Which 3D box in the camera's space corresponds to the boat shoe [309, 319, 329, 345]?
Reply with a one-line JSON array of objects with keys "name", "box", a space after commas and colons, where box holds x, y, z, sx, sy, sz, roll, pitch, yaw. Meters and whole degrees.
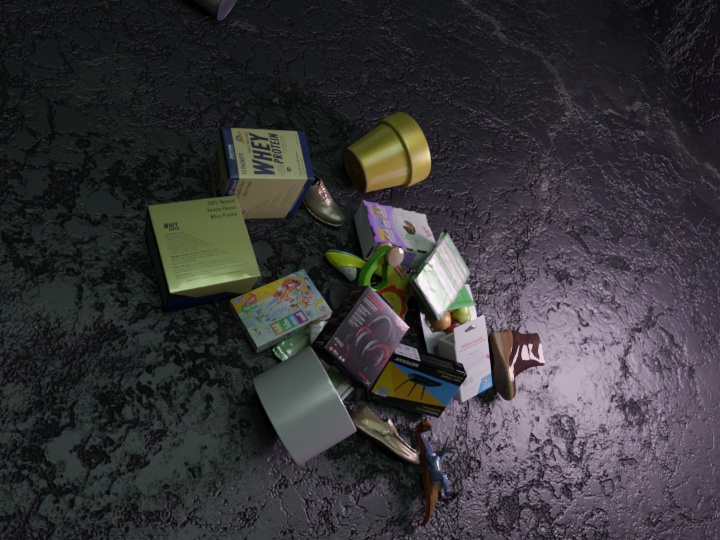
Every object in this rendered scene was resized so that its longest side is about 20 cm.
[{"name": "boat shoe", "box": [-0.034, 0.166, 1.293, 0.199, 0.071, 0.070, 14, 72, -29]}]

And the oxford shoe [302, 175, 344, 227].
[{"name": "oxford shoe", "box": [-0.114, -0.195, 1.448, 0.200, 0.075, 0.071, 42, 56, -4]}]

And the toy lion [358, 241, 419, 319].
[{"name": "toy lion", "box": [0.059, 0.059, 1.370, 0.192, 0.069, 0.200, -46, 126, -11]}]

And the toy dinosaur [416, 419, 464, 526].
[{"name": "toy dinosaur", "box": [0.167, 0.456, 1.295, 0.200, 0.105, 0.182, -32, 63, -20]}]

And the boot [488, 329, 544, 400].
[{"name": "boot", "box": [0.446, 0.259, 1.519, 0.166, 0.072, 0.201, 6, 62, -21]}]

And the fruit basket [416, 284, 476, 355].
[{"name": "fruit basket", "box": [0.239, 0.146, 1.476, 0.184, 0.094, 0.201, -9, 88, -28]}]

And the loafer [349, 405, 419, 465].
[{"name": "loafer", "box": [0.061, 0.383, 1.277, 0.200, 0.076, 0.068, 36, 64, -8]}]

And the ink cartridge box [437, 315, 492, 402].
[{"name": "ink cartridge box", "box": [0.265, 0.217, 1.401, 0.115, 0.068, 0.201, -18, 108, -31]}]

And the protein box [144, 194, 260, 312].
[{"name": "protein box", "box": [-0.356, -0.039, 1.226, 0.198, 0.135, 0.201, -12, 74, -29]}]

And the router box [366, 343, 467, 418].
[{"name": "router box", "box": [0.133, 0.265, 1.322, 0.199, 0.150, 0.051, 19, 26, -16]}]

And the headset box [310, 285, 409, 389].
[{"name": "headset box", "box": [0.006, 0.141, 1.235, 0.149, 0.075, 0.200, 47, 62, -19]}]

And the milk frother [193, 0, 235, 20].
[{"name": "milk frother", "box": [-0.417, -0.847, 1.517, 0.188, 0.200, 0.181, 33, 54, -10]}]

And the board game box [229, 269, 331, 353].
[{"name": "board game box", "box": [-0.186, 0.091, 1.287, 0.199, 0.034, 0.135, -25, 66, -29]}]

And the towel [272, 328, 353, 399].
[{"name": "towel", "box": [-0.092, 0.215, 1.302, 0.200, 0.023, 0.152, 48, 56, 2]}]

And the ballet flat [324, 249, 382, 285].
[{"name": "ballet flat", "box": [0.000, 0.000, 1.426, 0.199, 0.067, 0.067, 14, 72, -21]}]

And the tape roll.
[{"name": "tape roll", "box": [-0.117, 0.278, 1.142, 0.139, 0.203, 0.203, -28, 81, -10]}]

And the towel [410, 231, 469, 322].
[{"name": "towel", "box": [0.207, 0.015, 1.412, 0.153, 0.023, 0.200, 56, 49, -23]}]

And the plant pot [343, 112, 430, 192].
[{"name": "plant pot", "box": [0.063, -0.312, 1.526, 0.188, 0.201, 0.201, -26, 80, -17]}]

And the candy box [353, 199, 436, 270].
[{"name": "candy box", "box": [0.096, -0.092, 1.472, 0.199, 0.072, 0.168, 10, 43, -24]}]

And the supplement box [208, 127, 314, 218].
[{"name": "supplement box", "box": [-0.244, -0.228, 1.325, 0.199, 0.200, 0.135, -4, 69, -26]}]
